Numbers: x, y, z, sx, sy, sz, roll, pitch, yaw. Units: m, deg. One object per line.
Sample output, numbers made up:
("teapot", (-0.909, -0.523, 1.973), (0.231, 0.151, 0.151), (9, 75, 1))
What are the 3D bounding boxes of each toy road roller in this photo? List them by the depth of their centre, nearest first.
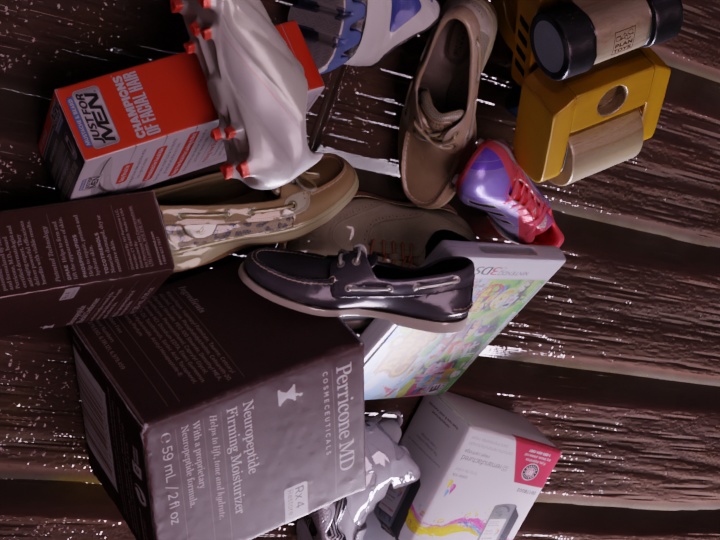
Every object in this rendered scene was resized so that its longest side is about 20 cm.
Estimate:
("toy road roller", (0.179, -0.189, 1.244), (0.122, 0.146, 0.201), (-21, 141, -20))

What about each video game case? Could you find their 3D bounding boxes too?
("video game case", (0.076, 0.049, 1.343), (0.181, 0.022, 0.200), (1, 137, -49))

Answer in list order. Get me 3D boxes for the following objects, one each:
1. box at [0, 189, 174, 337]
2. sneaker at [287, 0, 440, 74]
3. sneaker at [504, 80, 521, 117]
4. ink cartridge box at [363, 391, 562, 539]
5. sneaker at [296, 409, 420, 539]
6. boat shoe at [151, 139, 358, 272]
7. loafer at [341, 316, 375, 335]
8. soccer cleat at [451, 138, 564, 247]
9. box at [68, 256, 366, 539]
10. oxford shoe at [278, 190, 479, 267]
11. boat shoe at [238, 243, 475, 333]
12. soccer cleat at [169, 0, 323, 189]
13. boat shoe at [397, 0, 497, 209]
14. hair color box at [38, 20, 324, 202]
("box", (-0.252, 0.000, 1.105), (0.198, 0.076, 0.100), (-9, 163, -29))
("sneaker", (0.015, -0.252, 1.181), (0.115, 0.080, 0.201), (2, 110, -48))
("sneaker", (0.189, -0.226, 1.315), (0.078, 0.066, 0.202), (10, 109, -34))
("ink cartridge box", (0.095, 0.237, 1.495), (0.147, 0.086, 0.202), (18, 103, -40))
("sneaker", (-0.001, 0.228, 1.429), (0.114, 0.075, 0.202), (-16, 120, -23))
("boat shoe", (-0.092, -0.060, 1.209), (0.198, 0.073, 0.063), (-23, 129, -21))
("loafer", (0.029, 0.035, 1.350), (0.198, 0.072, 0.063), (-14, 128, -30))
("soccer cleat", (0.139, -0.065, 1.316), (0.067, 0.076, 0.200), (-55, 160, -1))
("box", (-0.119, 0.113, 1.220), (0.198, 0.164, 0.167), (-19, 129, -24))
("oxford shoe", (0.022, -0.027, 1.304), (0.198, 0.074, 0.072), (-8, 119, -31))
("boat shoe", (0.000, 0.000, 1.199), (0.198, 0.073, 0.063), (11, 118, -11))
("soccer cleat", (-0.081, -0.159, 1.042), (0.077, 0.069, 0.202), (-22, 107, -29))
("boat shoe", (0.068, -0.138, 1.255), (0.065, 0.071, 0.202), (-53, 161, -58))
("hair color box", (-0.139, -0.119, 1.116), (0.198, 0.111, 0.064), (-22, 81, -25))
